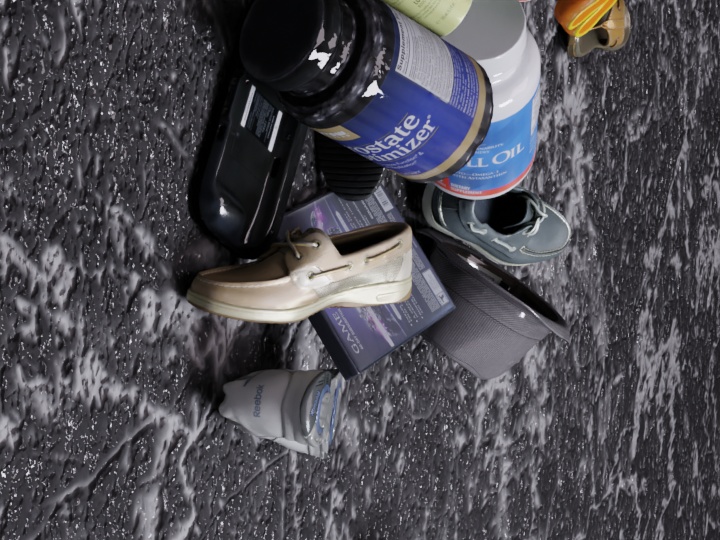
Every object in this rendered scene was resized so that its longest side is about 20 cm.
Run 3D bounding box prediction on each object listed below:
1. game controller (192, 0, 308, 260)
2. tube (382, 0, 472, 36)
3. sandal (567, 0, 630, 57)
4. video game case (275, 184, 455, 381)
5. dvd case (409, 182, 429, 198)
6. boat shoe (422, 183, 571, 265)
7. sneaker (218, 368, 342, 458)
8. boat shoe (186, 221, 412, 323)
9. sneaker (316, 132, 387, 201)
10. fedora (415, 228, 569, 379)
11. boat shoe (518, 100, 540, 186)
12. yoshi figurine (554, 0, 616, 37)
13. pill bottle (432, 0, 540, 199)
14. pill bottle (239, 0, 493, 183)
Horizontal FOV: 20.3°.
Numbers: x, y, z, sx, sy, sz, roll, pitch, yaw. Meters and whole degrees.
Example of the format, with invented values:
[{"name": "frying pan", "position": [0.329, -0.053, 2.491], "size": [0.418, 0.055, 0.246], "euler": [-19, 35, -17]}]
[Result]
[{"name": "game controller", "position": [-0.079, -0.113, 1.566], "size": [0.104, 0.042, 0.201], "euler": [35, 63, -46]}, {"name": "tube", "position": [-0.003, -0.248, 1.545], "size": [0.199, 0.052, 0.058], "euler": [30, 70, -26]}, {"name": "sandal", "position": [0.279, -0.280, 2.266], "size": [0.200, 0.054, 0.081], "euler": [-11, 105, -64]}, {"name": "video game case", "position": [0.000, 0.000, 1.686], "size": [0.143, 0.019, 0.200], "euler": [59, 31, 1]}, {"name": "dvd case", "position": [0.070, -0.178, 1.883], "size": [0.143, 0.017, 0.201], "euler": [46, 55, -60]}, {"name": "boat shoe", "position": [0.144, -0.046, 1.911], "size": [0.199, 0.062, 0.073], "euler": [17, 82, -44]}, {"name": "sneaker", "position": [-0.062, 0.106, 1.606], "size": [0.200, 0.086, 0.075], "euler": [66, 33, -78]}, {"name": "boat shoe", "position": [-0.044, -0.003, 1.547], "size": [0.199, 0.072, 0.065], "euler": [-6, 111, -33]}, {"name": "sneaker", "position": [0.014, -0.159, 1.699], "size": [0.088, 0.074, 0.202], "euler": [-6, 101, -63]}, {"name": "fedora", "position": [0.106, 0.041, 1.883], "size": [0.091, 0.176, 0.200], "euler": [-55, 172, 7]}, {"name": "boat shoe", "position": [0.126, -0.128, 1.961], "size": [0.066, 0.072, 0.201], "euler": [-11, 114, -69]}, {"name": "yoshi figurine", "position": [0.119, -0.277, 1.676], "size": [0.112, 0.200, 0.112], "euler": [-33, 170, -40]}, {"name": "pill bottle", "position": [0.100, -0.158, 1.746], "size": [0.200, 0.112, 0.113], "euler": [82, 24, -60]}, {"name": "pill bottle", "position": [0.004, -0.150, 1.545], "size": [0.199, 0.111, 0.113], "euler": [24, 73, -45]}]
